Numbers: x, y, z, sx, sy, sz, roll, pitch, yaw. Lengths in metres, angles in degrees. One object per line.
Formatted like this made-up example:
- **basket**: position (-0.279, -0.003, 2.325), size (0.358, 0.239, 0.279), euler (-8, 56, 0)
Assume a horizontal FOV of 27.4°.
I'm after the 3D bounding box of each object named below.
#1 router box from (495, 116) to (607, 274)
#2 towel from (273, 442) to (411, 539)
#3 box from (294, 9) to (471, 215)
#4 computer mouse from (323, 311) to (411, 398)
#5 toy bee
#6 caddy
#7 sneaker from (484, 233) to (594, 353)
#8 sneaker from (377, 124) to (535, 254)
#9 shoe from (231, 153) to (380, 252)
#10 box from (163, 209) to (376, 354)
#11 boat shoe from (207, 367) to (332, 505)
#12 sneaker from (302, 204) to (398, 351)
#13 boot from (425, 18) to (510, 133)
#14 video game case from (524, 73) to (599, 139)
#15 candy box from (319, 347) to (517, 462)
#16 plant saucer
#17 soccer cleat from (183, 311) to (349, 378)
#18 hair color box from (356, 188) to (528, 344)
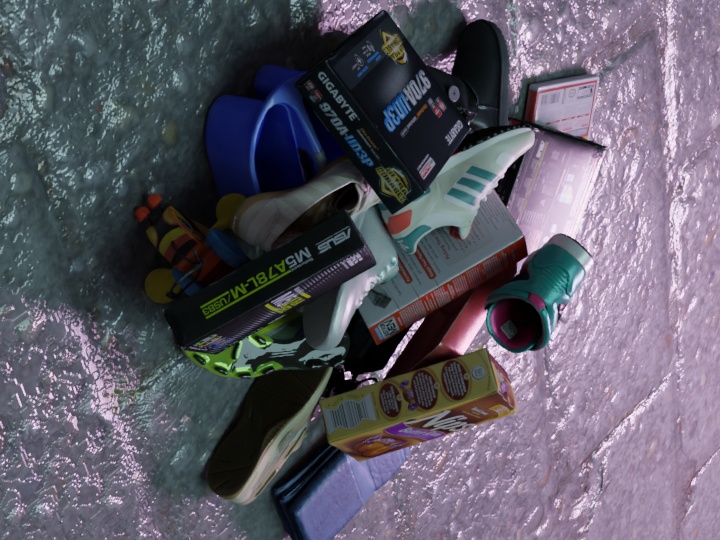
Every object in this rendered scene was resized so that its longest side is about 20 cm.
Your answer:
- **router box**: position (0.216, -0.084, 1.880), size (0.149, 0.062, 0.201), euler (10, 103, -42)
- **towel**: position (-0.019, 0.248, 1.798), size (0.200, 0.048, 0.112), euler (-44, 137, -29)
- **box**: position (0.027, -0.163, 1.482), size (0.159, 0.046, 0.200), euler (53, 28, -9)
- **computer mouse**: position (0.012, 0.067, 1.742), size (0.200, 0.053, 0.138), euler (-54, 153, -2)
- **toy bee**: position (-0.162, -0.031, 1.445), size (0.131, 0.109, 0.200), euler (-40, 168, -13)
- **caddy**: position (-0.070, -0.111, 1.499), size (0.141, 0.105, 0.201), euler (-41, 136, -32)
- **sneaker**: position (0.190, 0.042, 1.661), size (0.121, 0.084, 0.200), euler (-47, 171, -16)
- **sneaker**: position (0.110, -0.088, 1.608), size (0.199, 0.070, 0.094), euler (-27, 104, -18)
- **shoe**: position (-0.033, -0.062, 1.445), size (0.199, 0.053, 0.070), euler (-24, 132, -35)
- **box**: position (-0.080, 0.015, 1.416), size (0.192, 0.048, 0.200), euler (-27, 174, 1)
- **boat shoe**: position (-0.093, 0.173, 1.654), size (0.201, 0.072, 0.065), euler (-56, 149, -7)
- **sneaker**: position (0.000, 0.000, 1.582), size (0.088, 0.075, 0.201), euler (27, 64, -29)
- **boot**: position (0.074, -0.222, 1.656), size (0.199, 0.066, 0.166), euler (6, 69, -34)
- **video game case**: position (0.255, -0.154, 1.952), size (0.143, 0.017, 0.201), euler (-16, 120, -46)
- **candy box**: position (0.067, 0.153, 1.655), size (0.117, 0.199, 0.057), euler (44, 28, -66)
- **plant saucer**: position (0.102, 0.072, 1.735), size (0.200, 0.037, 0.200), euler (-52, -176, -37)
- **soccer cleat**: position (-0.108, 0.076, 1.587), size (0.199, 0.084, 0.065), euler (2, 105, -30)
- **hair color box**: position (0.074, -0.019, 1.650), size (0.199, 0.111, 0.064), euler (-29, 155, -2)
